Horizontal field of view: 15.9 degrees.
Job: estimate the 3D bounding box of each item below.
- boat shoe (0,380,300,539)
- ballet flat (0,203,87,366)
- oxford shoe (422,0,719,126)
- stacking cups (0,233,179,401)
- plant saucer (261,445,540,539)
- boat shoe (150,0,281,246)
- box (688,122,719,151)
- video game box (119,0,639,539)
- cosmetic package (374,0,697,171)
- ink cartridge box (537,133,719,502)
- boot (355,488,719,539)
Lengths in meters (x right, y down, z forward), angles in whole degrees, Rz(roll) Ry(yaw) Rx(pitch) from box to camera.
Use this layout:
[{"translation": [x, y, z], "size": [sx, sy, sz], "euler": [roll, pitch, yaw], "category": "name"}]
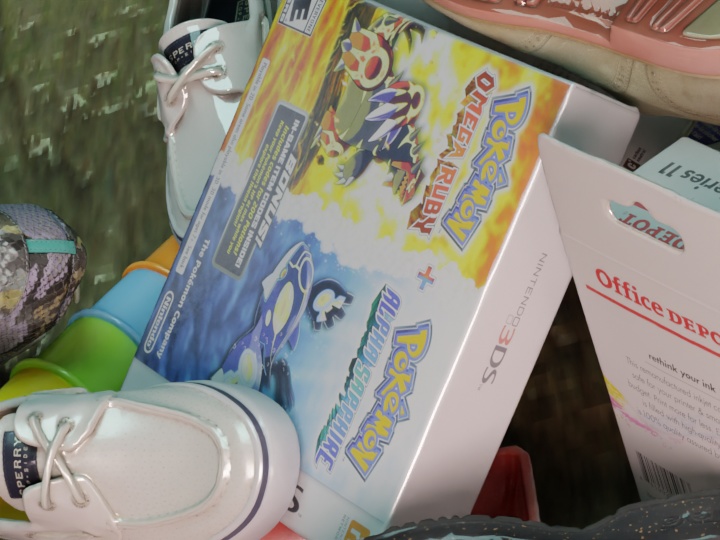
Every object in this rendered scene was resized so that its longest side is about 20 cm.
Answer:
[{"translation": [-0.112, 0.078, 1.014], "size": [0.199, 0.071, 0.070], "euler": [-2, -5, 43], "category": "boat shoe"}, {"translation": [-0.169, 0.018, 1.181], "size": [0.072, 0.072, 0.200], "euler": [-40, 3, -27], "category": "ballet flat"}, {"translation": [0.087, -0.095, 0.988], "size": [0.200, 0.074, 0.071], "euler": [27, 67, 42], "category": "oxford shoe"}, {"translation": [-0.100, 0.026, 1.177], "size": [0.060, 0.061, 0.200], "euler": [10, 44, 38], "category": "stacking cups"}, {"translation": [-0.019, 0.163, 0.964], "size": [0.199, 0.037, 0.200], "euler": [-16, 35, 7], "category": "plant saucer"}, {"translation": [-0.066, -0.089, 1.202], "size": [0.072, 0.066, 0.201], "euler": [-19, 43, 28], "category": "boat shoe"}, {"translation": [0.199, -0.045, 1.134], "size": [0.199, 0.049, 0.117], "euler": [-28, 34, -14], "category": "box"}, {"translation": [0.000, 0.000, 1.009], "size": [0.182, 0.047, 0.201], "euler": [27, 97, 46], "category": "video game box"}, {"translation": [0.064, -0.127, 1.111], "size": [0.199, 0.085, 0.108], "euler": [32, 42, 0], "category": "cosmetic package"}, {"translation": [0.141, 0.031, 0.916], "size": [0.067, 0.201, 0.117], "euler": [-34, 36, -21], "category": "ink cartridge box"}, {"translation": [0.058, 0.146, 0.859], "size": [0.199, 0.070, 0.132], "euler": [-16, 38, 14], "category": "boot"}]
